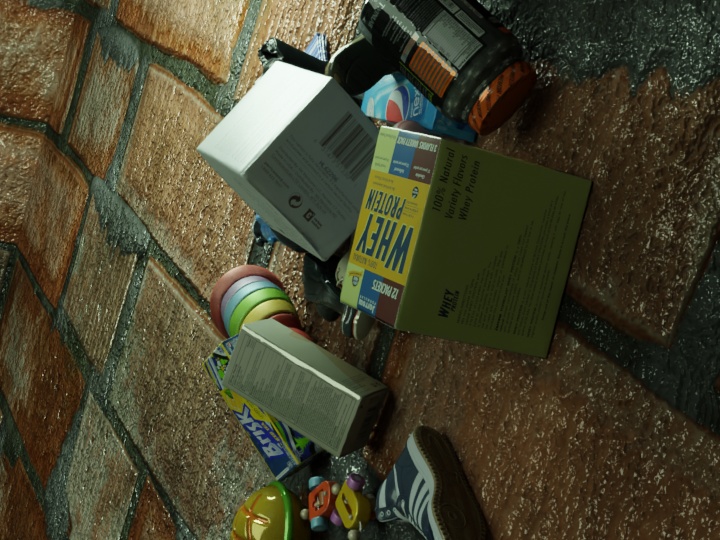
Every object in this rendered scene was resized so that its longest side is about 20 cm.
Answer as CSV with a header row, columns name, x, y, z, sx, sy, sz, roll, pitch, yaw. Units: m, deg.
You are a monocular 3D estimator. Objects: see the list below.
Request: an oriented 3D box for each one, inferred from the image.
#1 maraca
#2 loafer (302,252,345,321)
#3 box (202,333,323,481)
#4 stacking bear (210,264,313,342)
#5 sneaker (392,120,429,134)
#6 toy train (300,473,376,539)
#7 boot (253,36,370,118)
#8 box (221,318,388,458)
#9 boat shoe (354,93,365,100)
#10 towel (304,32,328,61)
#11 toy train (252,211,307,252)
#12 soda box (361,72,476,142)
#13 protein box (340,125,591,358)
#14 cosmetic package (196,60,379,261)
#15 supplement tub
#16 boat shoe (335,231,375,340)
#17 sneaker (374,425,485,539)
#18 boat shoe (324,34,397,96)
name,x,y,z,sx,sy,sz,roll,pitch,yaw
maraca,-0.131,0.382,1.777,0.138,0.106,0.202,-108,34,-50
loafer,-0.031,0.036,1.767,0.200,0.072,0.073,-133,50,-67
box,-0.133,0.187,1.794,0.201,0.064,0.070,56,137,10
stacking bear,-0.131,0.088,1.881,0.121,0.114,0.200,-41,45,-4
sneaker,0.104,-0.096,1.527,0.104,0.075,0.203,-27,78,52
toy train,-0.018,0.344,1.645,0.150,0.055,0.202,-50,36,43
boot,-0.069,-0.224,1.818,0.076,0.166,0.203,-38,49,49
box,-0.074,0.150,1.681,0.199,0.077,0.096,30,109,23
boat shoe,0.042,-0.318,1.756,0.203,0.064,0.075,-60,34,31
towel,-0.077,-0.251,2.000,0.145,0.024,0.202,-50,38,45
toy train,-0.094,-0.085,1.867,0.115,0.087,0.199,-54,23,-19
soda box,0.077,-0.213,1.653,0.199,0.067,0.065,23,100,61
protein box,0.111,-0.031,1.389,0.135,0.198,0.201,22,99,60
cosmetic package,-0.076,-0.144,1.654,0.167,0.167,0.200,-47,26,-6
supplement tub,0.103,-0.259,1.495,0.200,0.122,0.123,46,127,14
boat shoe,0.000,0.000,1.660,0.072,0.062,0.202,82,-161,-56
sneaker,0.076,0.283,1.472,0.109,0.069,0.201,-57,29,26
boat shoe,0.036,-0.288,1.647,0.076,0.198,0.074,64,167,-10
